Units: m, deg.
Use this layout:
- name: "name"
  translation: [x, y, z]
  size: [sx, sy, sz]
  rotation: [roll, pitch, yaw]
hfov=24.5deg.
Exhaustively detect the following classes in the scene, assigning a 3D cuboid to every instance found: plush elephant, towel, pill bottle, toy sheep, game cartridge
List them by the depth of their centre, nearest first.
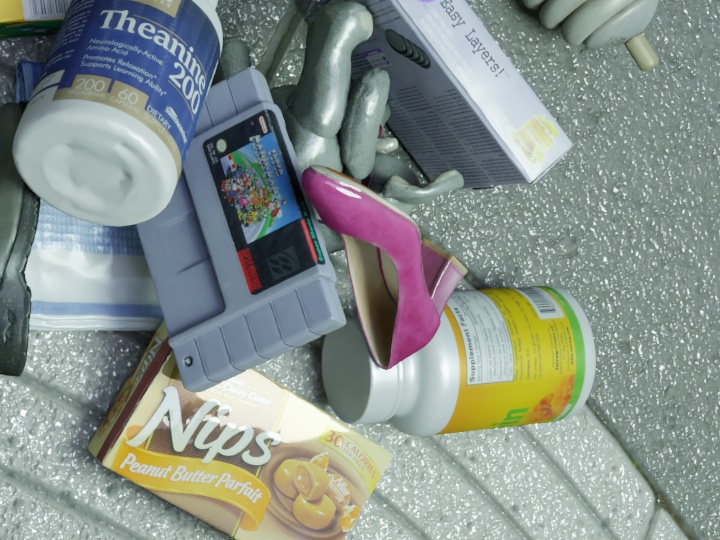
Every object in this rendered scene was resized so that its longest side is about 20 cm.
- name: "pill bottle"
  translation: [-0.157, -0.139, 1.139]
  size: [0.111, 0.111, 0.201]
  rotation: [32, 49, -23]
- name: "game cartridge"
  translation: [-0.094, -0.031, 1.167]
  size: [0.038, 0.129, 0.201]
  rotation: [19, 48, -61]
- name: "towel"
  translation: [-0.189, -0.052, 1.228]
  size: [0.146, 0.024, 0.201]
  rotation: [3, 84, -29]
- name: "plush elephant"
  translation: [-0.014, -0.086, 1.253]
  size: [0.154, 0.164, 0.201]
  rotation: [13, 66, -48]
- name: "pill bottle"
  translation: [0.075, 0.072, 1.311]
  size: [0.199, 0.111, 0.112]
  rotation: [-3, 87, -29]
- name: "toy sheep"
  translation: [0.194, -0.256, 1.395]
  size: [0.138, 0.138, 0.200]
  rotation: [-32, 83, -27]

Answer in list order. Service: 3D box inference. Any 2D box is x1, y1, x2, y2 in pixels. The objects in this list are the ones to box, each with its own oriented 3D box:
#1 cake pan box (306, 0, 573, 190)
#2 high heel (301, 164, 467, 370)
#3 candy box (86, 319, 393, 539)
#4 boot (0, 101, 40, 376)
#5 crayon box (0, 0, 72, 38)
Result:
- name: "cake pan box"
  translation: [0.054, -0.145, 1.269]
  size: [0.052, 0.200, 0.184]
  rotation: [-40, 102, -14]
- name: "high heel"
  translation: [0.000, 0.000, 1.156]
  size: [0.096, 0.067, 0.200]
  rotation: [-56, 147, -2]
- name: "candy box"
  translation: [-0.088, 0.135, 1.238]
  size: [0.200, 0.055, 0.116]
  rotation: [33, 83, -22]
- name: "boot"
  translation: [-0.288, -0.025, 1.139]
  size: [0.130, 0.068, 0.201]
  rotation: [5, 83, -11]
- name: "crayon box"
  translation: [-0.305, -0.222, 1.158]
  size: [0.199, 0.058, 0.119]
  rotation: [-9, 90, -29]
